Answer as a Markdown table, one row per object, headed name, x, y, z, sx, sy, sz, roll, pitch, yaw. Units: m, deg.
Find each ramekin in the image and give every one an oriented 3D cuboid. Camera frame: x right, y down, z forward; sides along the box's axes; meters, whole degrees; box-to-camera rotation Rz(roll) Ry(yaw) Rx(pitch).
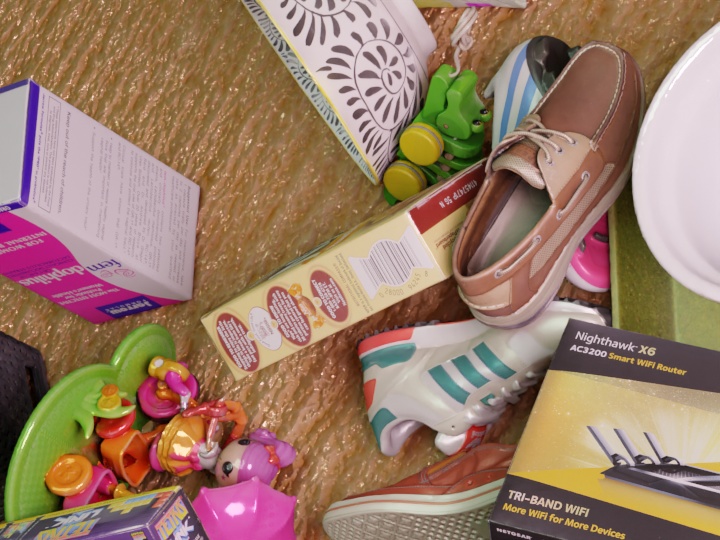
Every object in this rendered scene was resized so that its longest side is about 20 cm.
| name | x | y | z | sx | sy | sz | roll | pitch | yaw |
| --- | --- | --- | --- | --- | --- | --- | --- | --- | --- |
| ramekin | 0.270 | -0.057 | 1.375 | 0.200 | 0.098 | 0.201 | -16 | 60 | 31 |

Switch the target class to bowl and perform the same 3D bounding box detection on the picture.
| name | x | y | z | sx | sy | sz | roll | pitch | yaw |
| --- | --- | --- | --- | --- | --- | --- | --- | --- | --- |
| bowl | -0.008 | -0.168 | 1.656 | 0.094 | 0.201 | 0.201 | -36 | 50 | -1 |

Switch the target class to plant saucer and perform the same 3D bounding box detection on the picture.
| name | x | y | z | sx | sy | sz | roll | pitch | yaw |
| --- | --- | --- | --- | --- | --- | --- | --- | --- | --- |
| plant saucer | 0.255 | -0.021 | 1.467 | 0.199 | 0.048 | 0.200 | -16 | 60 | 31 |

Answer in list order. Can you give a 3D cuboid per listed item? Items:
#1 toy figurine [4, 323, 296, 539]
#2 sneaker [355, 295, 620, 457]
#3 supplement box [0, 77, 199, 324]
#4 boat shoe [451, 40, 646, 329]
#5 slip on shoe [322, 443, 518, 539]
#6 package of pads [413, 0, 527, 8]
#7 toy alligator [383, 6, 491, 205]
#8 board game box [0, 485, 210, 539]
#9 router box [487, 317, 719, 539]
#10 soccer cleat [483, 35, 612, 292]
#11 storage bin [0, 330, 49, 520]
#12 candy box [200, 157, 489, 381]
| name | x | y | z | sx | sy | sz | roll | pitch | yaw |
| --- | --- | --- | --- | --- | --- | --- | --- | --- | --- |
| toy figurine | -0.119 | 0.145 | 1.645 | 0.184 | 0.150 | 0.200 | 18 | 55 | 28 |
| sneaker | 0.087 | 0.075 | 1.544 | 0.199 | 0.070 | 0.094 | -12 | 75 | 32 |
| supplement box | -0.220 | -0.047 | 1.741 | 0.101 | 0.200 | 0.104 | -15 | 62 | 32 |
| boat shoe | 0.119 | -0.061 | 1.484 | 0.076 | 0.072 | 0.200 | 17 | 77 | 35 |
| slip on shoe | 0.065 | 0.151 | 1.522 | 0.200 | 0.074 | 0.061 | -17 | 36 | 31 |
| package of pads | 0.051 | -0.275 | 1.733 | 0.200 | 0.068 | 0.155 | 5 | 72 | 38 |
| toy alligator | 0.065 | -0.099 | 1.604 | 0.054 | 0.200 | 0.059 | 32 | 50 | 6 |
| board game box | -0.175 | 0.244 | 1.593 | 0.200 | 0.166 | 0.057 | -16 | 20 | 32 |
| router box | 0.193 | 0.121 | 1.362 | 0.200 | 0.052 | 0.157 | 12 | 52 | 17 |
| soccer cleat | 0.131 | -0.063 | 1.579 | 0.086 | 0.070 | 0.200 | -41 | 48 | 44 |
| storage bin | -0.342 | 0.139 | 1.816 | 0.200 | 0.094 | 0.135 | -34 | 52 | 21 |
| candy box | 0.000 | 0.000 | 1.582 | 0.200 | 0.115 | 0.055 | -26 | 94 | 37 |
